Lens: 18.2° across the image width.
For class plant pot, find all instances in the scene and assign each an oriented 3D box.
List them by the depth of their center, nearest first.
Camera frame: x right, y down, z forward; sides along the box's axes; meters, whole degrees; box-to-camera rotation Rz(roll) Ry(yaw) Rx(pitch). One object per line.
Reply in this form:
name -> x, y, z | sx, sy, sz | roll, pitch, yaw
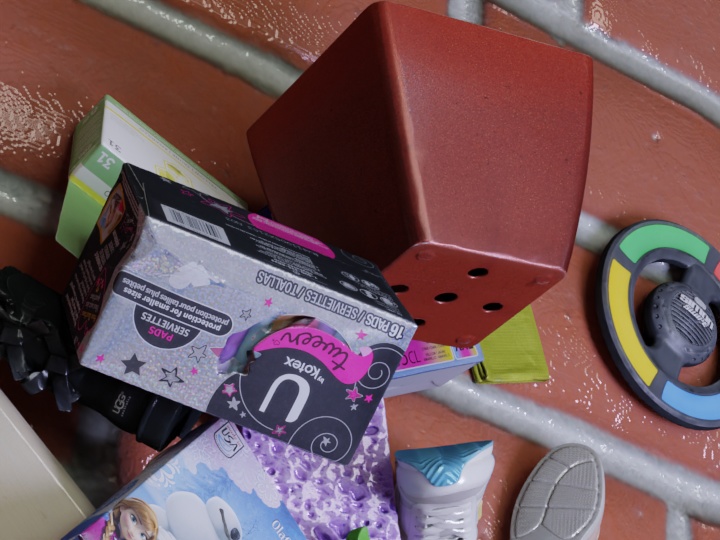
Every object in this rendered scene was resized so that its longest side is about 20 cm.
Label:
plant pot -> 0.053, -0.055, 1.670 | 0.199, 0.200, 0.177 | 11, 57, -31

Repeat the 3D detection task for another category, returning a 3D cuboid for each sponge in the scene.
sponge -> -0.034, 0.137, 1.674 | 0.111, 0.030, 0.201 | -5, 81, -11

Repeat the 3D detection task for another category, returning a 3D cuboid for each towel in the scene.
towel -> 0.108, 0.000, 1.919 | 0.086, 0.018, 0.200 | -1, 69, -39

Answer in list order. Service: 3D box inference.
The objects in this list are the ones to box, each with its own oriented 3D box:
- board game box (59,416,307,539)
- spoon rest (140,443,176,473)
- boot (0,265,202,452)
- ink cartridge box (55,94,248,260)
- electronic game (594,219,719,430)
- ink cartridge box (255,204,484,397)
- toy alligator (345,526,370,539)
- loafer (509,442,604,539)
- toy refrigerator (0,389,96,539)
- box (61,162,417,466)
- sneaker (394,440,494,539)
board game box -> -0.095, 0.222, 1.500 | 0.200, 0.043, 0.199 | 58, 31, -5
spoon rest -> -0.105, 0.223, 1.599 | 0.200, 0.061, 0.099 | 60, 8, 3
boot -> -0.185, 0.058, 1.599 | 0.162, 0.073, 0.198 | 29, 10, 5
ink cartridge box -> -0.149, -0.036, 1.645 | 0.145, 0.048, 0.200 | 39, 16, -19
electronic game -> 0.289, 0.048, 2.026 | 0.200, 0.042, 0.200 | 18, 57, -31
ink cartridge box -> 0.000, 0.000, 1.793 | 0.136, 0.076, 0.200 | -9, 73, -42
toy alligator -> 0.017, 0.283, 1.609 | 0.054, 0.059, 0.200 | 19, 58, -43
loafer -> 0.155, 0.236, 1.818 | 0.063, 0.072, 0.200 | 76, 25, -50
toy refrigerator -> -0.219, 0.169, 1.514 | 0.070, 0.076, 0.200 | -38, 96, -3
box -> -0.084, 0.030, 1.508 | 0.200, 0.115, 0.132 | 21, 13, -19
sneaker -> 0.064, 0.172, 1.685 | 0.076, 0.200, 0.081 | -6, 80, -1
